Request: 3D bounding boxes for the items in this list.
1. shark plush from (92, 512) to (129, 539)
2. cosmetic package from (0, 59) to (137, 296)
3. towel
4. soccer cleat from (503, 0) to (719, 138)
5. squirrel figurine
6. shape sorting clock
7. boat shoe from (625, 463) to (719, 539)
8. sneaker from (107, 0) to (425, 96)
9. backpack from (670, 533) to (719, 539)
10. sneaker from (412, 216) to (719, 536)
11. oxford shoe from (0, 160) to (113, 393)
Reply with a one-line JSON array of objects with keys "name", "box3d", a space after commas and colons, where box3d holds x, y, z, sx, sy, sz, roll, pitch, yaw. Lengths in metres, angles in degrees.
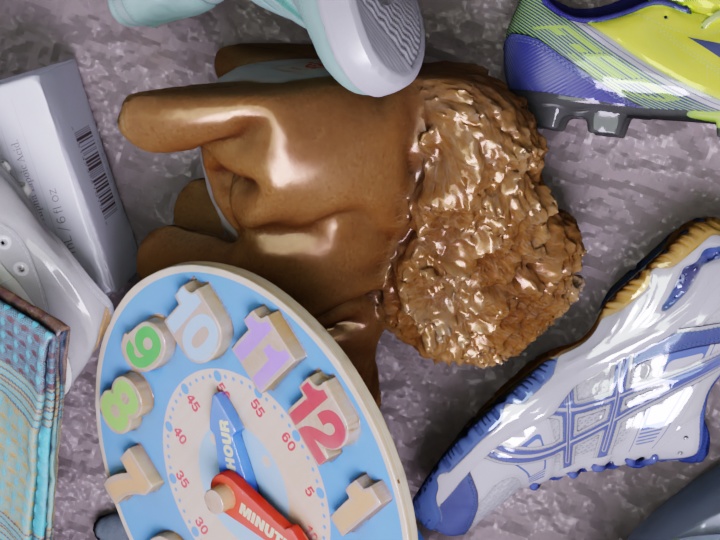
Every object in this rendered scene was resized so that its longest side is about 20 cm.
[{"name": "shark plush", "box3d": [-0.051, 0.167, 1.155, 0.200, 0.083, 0.091, -1, 98, 8]}, {"name": "cosmetic package", "box3d": [-0.217, -0.018, 1.150, 0.200, 0.081, 0.113, -18, 98, 9]}, {"name": "towel", "box3d": [-0.194, 0.076, 1.089, 0.147, 0.022, 0.200, 27, 129, 24]}, {"name": "soccer cleat", "box3d": [0.164, -0.100, 1.099, 0.200, 0.065, 0.084, 3, 92, 6]}, {"name": "squirrel figurine", "box3d": [0.000, 0.000, 1.101, 0.200, 0.142, 0.187, 0, 105, 10]}, {"name": "shape sorting clock", "box3d": [-0.050, 0.093, 1.052, 0.200, 0.039, 0.200, 17, 116, 39]}, {"name": "boat shoe", "box3d": [0.215, 0.120, 1.107, 0.200, 0.071, 0.091, -32, 99, 27]}, {"name": "sneaker", "box3d": [-0.047, -0.120, 1.077, 0.118, 0.200, 0.074, -36, 134, 13]}, {"name": "backpack", "box3d": [0.163, 0.213, 1.085, 0.163, 0.154, 0.200, -14, 141, 37]}, {"name": "sneaker", "box3d": [0.115, 0.068, 1.124, 0.200, 0.075, 0.088, -42, 92, 12]}, {"name": "oxford shoe", "box3d": [-0.179, -0.033, 1.078, 0.058, 0.075, 0.200, -35, 86, -33]}]
